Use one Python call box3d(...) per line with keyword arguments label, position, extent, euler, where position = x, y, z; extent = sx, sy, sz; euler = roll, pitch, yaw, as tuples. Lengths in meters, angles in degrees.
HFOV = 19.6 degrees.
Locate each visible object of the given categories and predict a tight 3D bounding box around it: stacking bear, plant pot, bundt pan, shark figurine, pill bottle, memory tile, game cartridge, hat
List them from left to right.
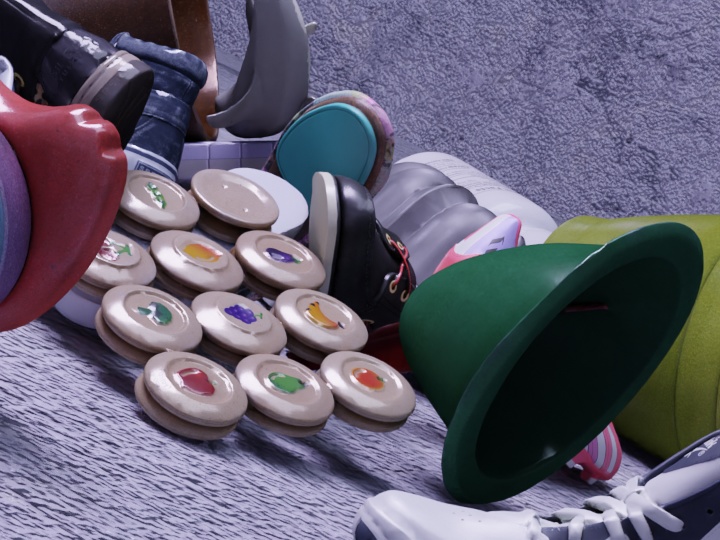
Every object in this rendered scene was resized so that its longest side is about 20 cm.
box3d(label="stacking bear", position=(-0.200, -0.019, 0.759), extent=(0.121, 0.114, 0.200), euler=(30, 20, 24))
box3d(label="plant pot", position=(-0.211, -0.162, 1.412), extent=(0.199, 0.187, 0.187), euler=(-9, 6, 4))
box3d(label="memory tile", position=(-0.070, 0.011, 1.011), extent=(0.153, 0.017, 0.200), euler=(2, 35, -38))
box3d(label="shark figurine", position=(-0.073, -0.136, 1.304), extent=(0.128, 0.089, 0.215), euler=(34, -31, 31))
box3d(label="game cartridge", position=(-0.078, -0.068, 1.437), extent=(0.129, 0.039, 0.200), euler=(3, -3, 0))
box3d(label="hat", position=(0.045, 0.007, 1.059), extent=(0.176, 0.200, 0.166), euler=(44, 6, 29))
box3d(label="bundt pan", position=(0.073, 0.005, 1.349), extent=(0.202, 0.076, 0.202), euler=(43, -1, 1))
box3d(label="pill bottle", position=(0.092, -0.011, 1.601), extent=(0.114, 0.115, 0.200), euler=(20, 9, -33))
box3d(label="plant pot", position=(0.218, 0.044, 1.434), extent=(0.193, 0.201, 0.200), euler=(15, 0, 37))

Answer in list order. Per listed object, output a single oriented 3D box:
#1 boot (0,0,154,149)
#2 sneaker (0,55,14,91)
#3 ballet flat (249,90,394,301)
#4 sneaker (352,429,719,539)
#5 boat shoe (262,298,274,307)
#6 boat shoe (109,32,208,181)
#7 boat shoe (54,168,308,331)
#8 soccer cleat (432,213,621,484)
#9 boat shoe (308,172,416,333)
box3d(label="boot", position=(-0.195, -0.102, 1.107), extent=(0.151, 0.073, 0.200), euler=(40, -23, -2))
box3d(label="sneaker", position=(-0.240, -0.080, 1.037), extent=(0.070, 0.109, 0.200), euler=(18, 10, -44))
box3d(label="ballet flat", position=(-0.024, -0.047, 1.233), extent=(0.071, 0.200, 0.069), euler=(-17, 69, -41))
box3d(label="sneaker", position=(0.107, 0.098, 0.832), extent=(0.199, 0.130, 0.079), euler=(25, 7, 1))
box3d(label="boat shoe", position=(-0.054, -0.018, 1.379), extent=(0.071, 0.064, 0.200), euler=(19, 9, -38))
box3d(label="boat shoe", position=(-0.173, -0.098, 1.304), extent=(0.200, 0.091, 0.071), euler=(10, -17, 44))
box3d(label="boat shoe", position=(-0.099, 0.003, 1.092), extent=(0.072, 0.068, 0.200), euler=(33, 29, 13))
box3d(label="soccer cleat", position=(0.108, 0.050, 1.200), extent=(0.200, 0.076, 0.067), euler=(47, -9, -37))
box3d(label="boat shoe", position=(0.000, -0.003, 1.159), extent=(0.063, 0.074, 0.201), euler=(0, -20, 0))
